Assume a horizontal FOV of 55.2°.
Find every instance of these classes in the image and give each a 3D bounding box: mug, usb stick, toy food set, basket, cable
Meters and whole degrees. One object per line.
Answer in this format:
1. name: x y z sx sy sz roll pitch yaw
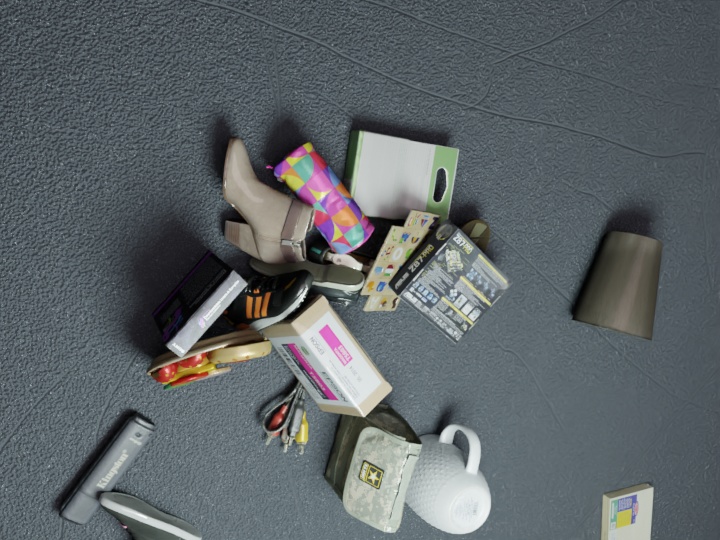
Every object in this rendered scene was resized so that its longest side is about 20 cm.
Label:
1. mug: 0.171 0.390 1.311 0.147 0.175 0.201 16 93 -25
2. usb stick: -0.415 0.326 1.132 0.055 0.033 0.200 39 83 -26
3. toy food set: -0.237 0.141 1.092 0.199 0.198 0.049 -17 82 -11
4. basket: 0.547 0.028 1.431 0.179 0.136 0.201 15 90 -19
5. cable: -0.119 0.228 1.245 0.097 0.050 0.201 19 80 -17

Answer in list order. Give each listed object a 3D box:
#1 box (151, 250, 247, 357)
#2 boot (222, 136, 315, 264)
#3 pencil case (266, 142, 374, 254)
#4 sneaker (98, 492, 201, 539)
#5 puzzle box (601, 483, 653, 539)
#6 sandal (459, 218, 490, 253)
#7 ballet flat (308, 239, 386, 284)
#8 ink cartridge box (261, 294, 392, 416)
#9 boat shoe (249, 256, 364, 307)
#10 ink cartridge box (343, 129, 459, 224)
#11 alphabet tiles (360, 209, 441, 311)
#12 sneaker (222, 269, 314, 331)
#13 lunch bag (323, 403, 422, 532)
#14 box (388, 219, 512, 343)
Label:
1. box: -0.252 0.045 1.057 0.036 0.200 0.143 44 82 -22
2. boot: -0.146 -0.107 1.114 0.145 0.070 0.201 10 116 10
3. pencil case: -0.063 -0.120 1.150 0.088 0.088 0.200 -40 99 -11
4. sneaker: -0.368 0.446 1.146 0.200 0.071 0.099 42 79 -33
5. puzzle box: 0.628 0.610 1.626 0.132 0.025 0.201 -5 101 -22
6. sandal: 0.175 -0.011 1.312 0.081 0.055 0.201 12 110 -31
7. ballet flat: 0.000 0.000 1.227 0.199 0.068 0.068 17 92 -25
8. ink cartridge box: -0.063 0.144 1.154 0.075 0.165 0.200 -41 101 -25
9. boat shoe: -0.093 0.020 1.169 0.198 0.075 0.066 8 127 5
10. ink cartridge box: 0.071 -0.164 1.239 0.199 0.048 0.146 5 98 -24
11. alphabet tiles: 0.075 -0.014 1.227 0.166 0.006 0.201 2 118 -54
12. sneaker: -0.163 0.039 1.112 0.090 0.200 0.070 42 43 -20
13. lunch bag: 0.028 0.345 1.230 0.117 0.200 0.165 14 95 -25
14. box: 0.168 0.025 1.262 0.161 0.049 0.200 -48 129 6
